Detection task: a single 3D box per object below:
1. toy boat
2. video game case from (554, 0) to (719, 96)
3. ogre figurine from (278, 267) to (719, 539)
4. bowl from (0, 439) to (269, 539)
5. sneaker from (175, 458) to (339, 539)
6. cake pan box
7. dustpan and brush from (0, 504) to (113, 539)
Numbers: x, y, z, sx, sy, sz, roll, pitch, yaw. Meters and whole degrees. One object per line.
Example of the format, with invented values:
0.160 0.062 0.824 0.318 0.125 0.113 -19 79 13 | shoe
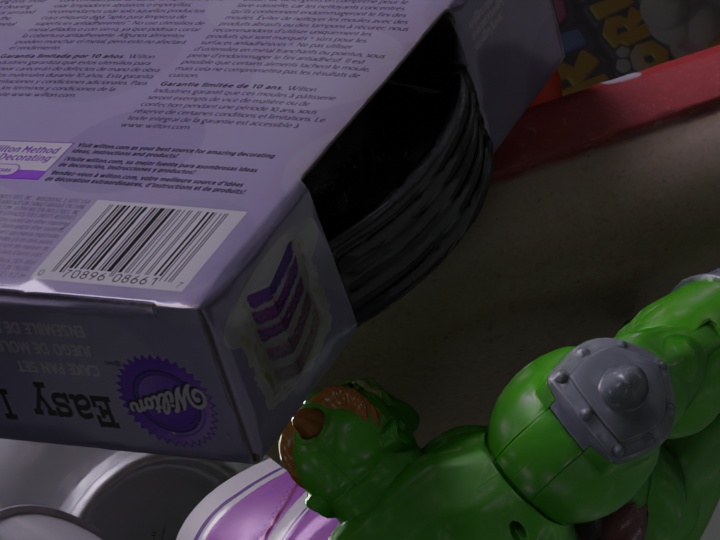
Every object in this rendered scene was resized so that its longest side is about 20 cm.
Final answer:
0.045 -0.021 0.758 0.200 0.131 0.131 -18 -35 -8 | toy boat
0.073 -0.056 0.857 0.200 0.143 0.018 -19 -5 3 | video game case
0.034 0.068 0.657 0.200 0.098 0.120 -24 -10 19 | ogre figurine
-0.102 0.109 1.085 0.201 0.201 0.090 -41 30 -18 | bowl
0.047 0.068 0.858 0.200 0.073 0.114 -36 20 -27 | sneaker
-0.066 -0.030 0.678 0.200 0.052 0.184 2 37 30 | cake pan box
-0.133 0.121 0.976 0.057 0.200 0.140 17 45 34 | dustpan and brush
